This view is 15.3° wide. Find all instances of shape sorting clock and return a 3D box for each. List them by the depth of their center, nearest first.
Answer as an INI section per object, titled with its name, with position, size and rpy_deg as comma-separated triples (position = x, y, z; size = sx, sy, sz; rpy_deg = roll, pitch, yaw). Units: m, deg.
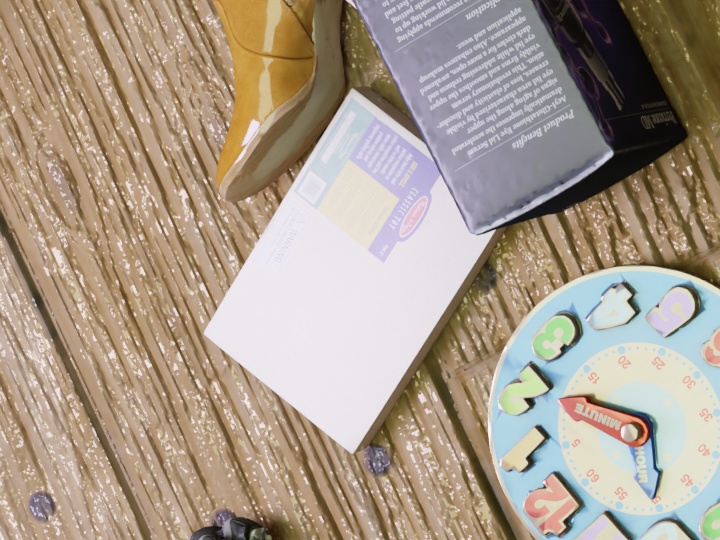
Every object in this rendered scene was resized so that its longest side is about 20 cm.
[shape sorting clock]
position = 0.172, 0.097, 1.647
size = 0.199, 0.039, 0.201
rpy_deg = 4, 99, 24

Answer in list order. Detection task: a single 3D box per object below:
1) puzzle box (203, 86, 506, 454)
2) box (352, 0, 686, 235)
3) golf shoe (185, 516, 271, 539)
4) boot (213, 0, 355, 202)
[puzzle box]
position = 0.000, 0.000, 1.720
size = 0.133, 0.025, 0.200
rpy_deg = 38, 110, 16
[box]
position = 0.089, -0.135, 1.596
size = 0.104, 0.148, 0.201
rpy_deg = -30, 85, 24
[golf shoe]
position = -0.068, 0.264, 1.772
size = 0.088, 0.077, 0.201
rpy_deg = -27, 82, 44
[boot]
position = -0.070, -0.161, 1.715
size = 0.144, 0.071, 0.202
rpy_deg = 41, 108, 21
